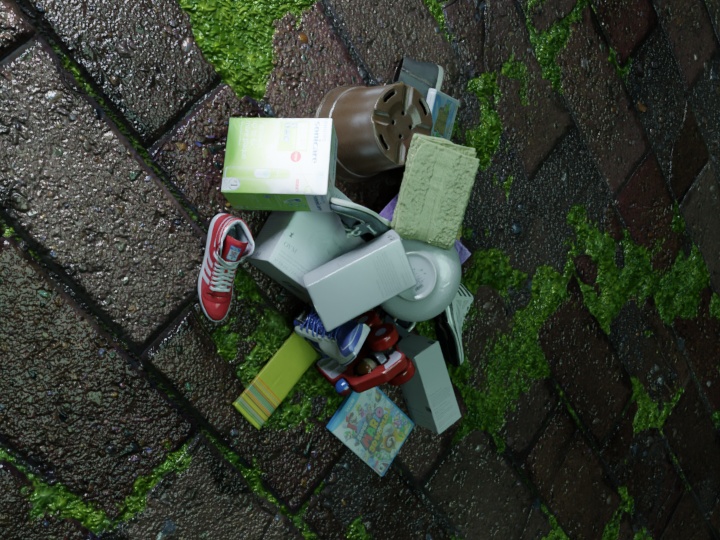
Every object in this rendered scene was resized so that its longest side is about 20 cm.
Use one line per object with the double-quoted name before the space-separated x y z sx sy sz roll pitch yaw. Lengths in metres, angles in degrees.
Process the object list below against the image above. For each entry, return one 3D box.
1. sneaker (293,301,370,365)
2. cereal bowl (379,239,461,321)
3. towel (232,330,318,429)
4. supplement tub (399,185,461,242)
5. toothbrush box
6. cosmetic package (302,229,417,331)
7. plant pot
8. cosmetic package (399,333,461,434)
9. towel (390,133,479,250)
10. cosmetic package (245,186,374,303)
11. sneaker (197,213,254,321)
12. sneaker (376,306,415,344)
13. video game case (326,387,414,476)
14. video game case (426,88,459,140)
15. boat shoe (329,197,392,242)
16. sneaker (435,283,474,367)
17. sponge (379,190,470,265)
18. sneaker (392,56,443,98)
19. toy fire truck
"sneaker" -0.073 0.123 1.304 0.114 0.198 0.082 37 69 -19
"cereal bowl" 0.109 0.007 1.329 0.193 0.083 0.207 0 95 6
"towel" -0.172 0.222 1.348 0.201 0.018 0.087 -50 124 -21
"supplement tub" 0.155 -0.089 1.459 0.142 0.144 0.207 -4 96 -32
"toothbrush box" -0.145 -0.194 1.206 0.193 0.086 0.151 3 74 5
"cosmetic package" -0.001 0.018 1.229 0.195 0.074 0.104 -25 110 -4
"plant pot" 0.032 -0.287 1.329 0.195 0.196 0.208 -3 95 -32
"cosmetic package" 0.147 0.257 1.505 0.080 0.112 0.205 -29 108 -27
"towel" 0.143 -0.150 1.266 0.144 0.036 0.206 12 97 -13
"cosmetic package" -0.088 -0.054 1.316 0.198 0.122 0.204 36 73 -30
"sneaker" -0.250 -0.002 1.217 0.069 0.111 0.207 4 92 -32
"sneaker" 0.067 0.127 1.461 0.077 0.079 0.205 29 80 -32
"video game case" 0.026 0.352 1.488 0.200 0.018 0.144 47 70 -27
"video game case" 0.163 -0.289 1.432 0.199 0.021 0.188 -17 122 -67
"boat shoe" 0.001 -0.085 1.234 0.199 0.071 0.063 20 92 -59
"sneaker" 0.240 0.121 1.575 0.113 0.075 0.207 -21 103 -28
"sponge" 0.125 -0.066 1.377 0.200 0.030 0.112 45 100 1
"sneaker" 0.112 -0.364 1.461 0.103 0.075 0.207 10 92 -18
"toy fire truck" 0.006 0.188 1.339 0.166 0.199 0.114 -34 115 -13
